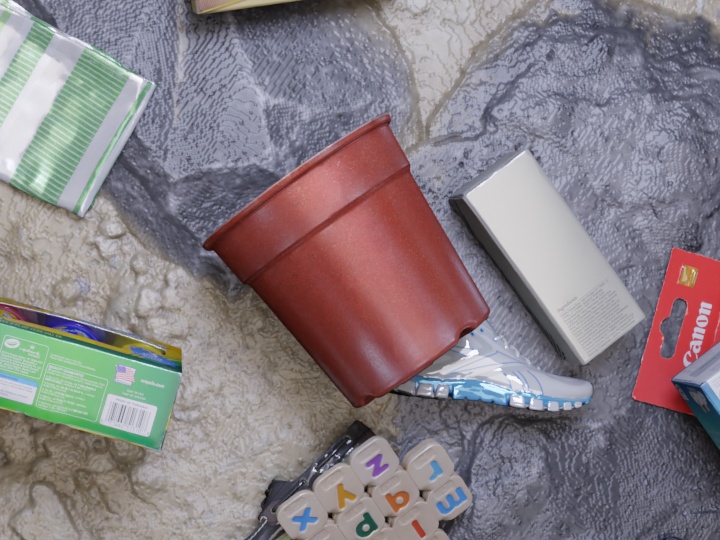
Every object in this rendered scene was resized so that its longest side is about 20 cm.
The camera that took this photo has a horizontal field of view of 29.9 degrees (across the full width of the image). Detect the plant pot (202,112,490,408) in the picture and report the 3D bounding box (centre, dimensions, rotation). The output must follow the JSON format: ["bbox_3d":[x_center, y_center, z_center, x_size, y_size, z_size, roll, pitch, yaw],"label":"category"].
[{"bbox_3d":[0.000,0.000,1.177,0.201,0.201,0.195,-36,90,-6],"label":"plant pot"}]

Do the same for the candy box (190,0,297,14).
[{"bbox_3d":[-0.061,-0.304,1.221,0.200,0.055,0.116,-11,107,-11],"label":"candy box"}]

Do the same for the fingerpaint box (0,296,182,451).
[{"bbox_3d":[-0.258,0.082,1.168,0.200,0.167,0.074,17,91,-8],"label":"fingerpaint box"}]

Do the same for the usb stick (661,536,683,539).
[{"bbox_3d":[0.277,0.339,1.276,0.055,0.033,0.200,36,53,1],"label":"usb stick"}]

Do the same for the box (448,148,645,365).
[{"bbox_3d":[0.176,-0.012,1.281,0.082,0.068,0.200,-36,96,-7],"label":"box"}]

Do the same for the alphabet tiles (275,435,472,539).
[{"bbox_3d":[0.008,0.242,1.244,0.200,0.015,0.196,-36,128,-6],"label":"alphabet tiles"}]

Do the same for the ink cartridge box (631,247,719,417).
[{"bbox_3d":[0.386,0.078,1.327,0.200,0.050,0.161,16,89,-11],"label":"ink cartridge box"}]

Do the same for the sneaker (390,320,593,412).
[{"bbox_3d":[0.127,0.086,1.277,0.200,0.075,0.087,8,84,-9],"label":"sneaker"}]

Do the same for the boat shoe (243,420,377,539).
[{"bbox_3d":[-0.058,0.218,1.256,0.201,0.072,0.066,-38,73,-2],"label":"boat shoe"}]

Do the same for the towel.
[{"bbox_3d":[-0.306,-0.156,1.227,0.200,0.023,0.153,28,88,-9],"label":"towel"}]

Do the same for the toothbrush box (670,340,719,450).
[{"bbox_3d":[0.416,0.142,1.269,0.146,0.085,0.200,-37,93,-5],"label":"toothbrush box"}]
